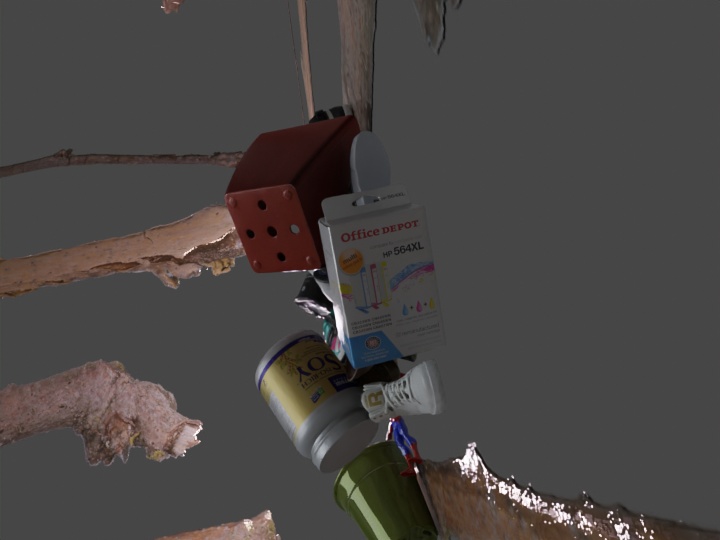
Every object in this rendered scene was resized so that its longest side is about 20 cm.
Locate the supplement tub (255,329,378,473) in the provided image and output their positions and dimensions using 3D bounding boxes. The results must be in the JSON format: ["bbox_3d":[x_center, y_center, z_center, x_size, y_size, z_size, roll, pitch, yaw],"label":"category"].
[{"bbox_3d":[-0.074,0.218,0.992,0.200,0.144,0.147,46,158,31],"label":"supplement tub"}]

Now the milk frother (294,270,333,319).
[{"bbox_3d":[-0.027,0.032,1.405,0.200,0.177,0.192,44,-120,-46],"label":"milk frother"}]

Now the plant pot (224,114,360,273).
[{"bbox_3d":[-0.097,-0.102,0.927,0.177,0.195,0.204,-53,-47,-50],"label":"plant pot"}]

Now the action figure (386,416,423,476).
[{"bbox_3d":[0.080,0.331,1.243,0.202,0.050,0.067,-106,27,-54],"label":"action figure"}]

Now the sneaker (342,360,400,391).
[{"bbox_3d":[0.022,0.174,1.049,0.199,0.089,0.069,-24,89,53],"label":"sneaker"}]

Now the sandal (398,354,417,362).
[{"bbox_3d":[0.061,0.116,0.979,0.201,0.077,0.059,142,142,-81],"label":"sandal"}]

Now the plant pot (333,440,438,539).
[{"bbox_3d":[0.065,0.498,1.210,0.190,0.195,0.205,-129,25,-52],"label":"plant pot"}]

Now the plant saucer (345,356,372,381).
[{"bbox_3d":[0.015,0.077,0.941,0.200,0.036,0.207,-167,89,-83],"label":"plant saucer"}]

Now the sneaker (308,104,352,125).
[{"bbox_3d":[-0.055,-0.224,1.194,0.073,0.109,0.206,-171,69,-85],"label":"sneaker"}]

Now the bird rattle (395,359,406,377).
[{"bbox_3d":[0.037,0.169,1.171,0.200,0.109,0.168,-149,64,-79],"label":"bird rattle"}]

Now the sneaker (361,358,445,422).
[{"bbox_3d":[0.058,0.187,0.865,0.201,0.112,0.076,95,164,-68],"label":"sneaker"}]

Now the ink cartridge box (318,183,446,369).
[{"bbox_3d":[0.022,-0.001,0.764,0.125,0.125,0.206,-137,35,-77],"label":"ink cartridge box"}]

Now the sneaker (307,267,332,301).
[{"bbox_3d":[-0.052,0.015,1.047,0.201,0.073,0.089,-114,-1,-70],"label":"sneaker"}]

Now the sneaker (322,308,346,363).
[{"bbox_3d":[-0.013,0.110,1.154,0.201,0.082,0.123,-54,41,34],"label":"sneaker"}]

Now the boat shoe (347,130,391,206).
[{"bbox_3d":[0.007,-0.100,0.873,0.067,0.070,0.206,-13,84,50],"label":"boat shoe"}]
